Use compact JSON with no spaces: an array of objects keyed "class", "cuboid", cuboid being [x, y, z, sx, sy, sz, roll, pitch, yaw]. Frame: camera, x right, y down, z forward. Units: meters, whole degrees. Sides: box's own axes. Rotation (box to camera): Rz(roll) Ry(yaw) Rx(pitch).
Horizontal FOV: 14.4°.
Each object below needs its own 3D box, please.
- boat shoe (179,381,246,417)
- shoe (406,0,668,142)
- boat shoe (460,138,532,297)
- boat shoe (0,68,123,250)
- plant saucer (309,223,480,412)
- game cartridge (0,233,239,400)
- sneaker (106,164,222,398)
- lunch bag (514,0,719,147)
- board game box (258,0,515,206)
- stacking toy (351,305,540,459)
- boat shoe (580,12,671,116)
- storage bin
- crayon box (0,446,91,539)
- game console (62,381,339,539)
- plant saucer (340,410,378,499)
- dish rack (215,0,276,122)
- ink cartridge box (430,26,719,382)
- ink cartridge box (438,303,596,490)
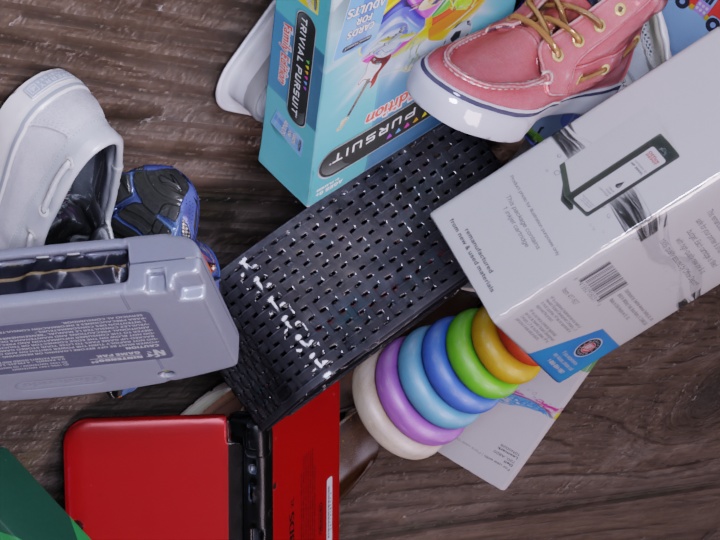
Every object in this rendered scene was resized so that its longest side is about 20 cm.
[{"class":"boat shoe","cuboid":[-0.110,0.156,1.928,0.076,0.072,0.200,-4,134,-58]},{"class":"shoe","cuboid":[0.102,-0.133,1.592,0.200,0.071,0.091,-15,140,-57]},{"class":"boat shoe","cuboid":[0.123,-0.054,1.922,0.200,0.074,0.060,-60,146,-26]},{"class":"boat shoe","cuboid":[-0.164,-0.022,1.549,0.072,0.069,0.200,-26,150,-38]},{"class":"plant saucer","cuboid":[0.024,0.017,1.975,0.200,0.032,0.200,-37,155,-20]},{"class":"game cartridge","cuboid":[-0.171,0.030,1.534,0.200,0.041,0.133,-6,152,6]},{"class":"sneaker","cuboid":[-0.118,-0.005,1.650,0.078,0.075,0.200,-27,161,-25]},{"class":"lunch bag","cuboid":[0.170,-0.133,1.804,0.200,0.151,0.094,-53,166,19]},{"class":"board game box","cuboid":[0.021,-0.144,1.578,0.151,0.047,0.200,-33,153,-26]},{"class":"stacking toy","cuboid":[0.089,0.053,1.910,0.200,0.085,0.085,-32,169,38]},{"class":"boat shoe","cuboid":[0.151,-0.162,1.710,0.071,0.069,0.200,-31,109,-23]},{"class":"storage bin","cuboid":[0.000,0.000,1.775,0.200,0.094,0.135,-37,177,-21]},{"class":"crayon box","cuboid":[-0.222,0.240,1.752,0.058,0.173,0.200,-13,141,-51]},{"class":"game console","cuboid":[-0.100,0.170,1.880,0.172,0.119,0.200,-35,131,-57]},{"class":"plant saucer","cuboid":[-0.053,0.175,2.043,0.200,0.032,0.200,-43,172,-7]},{"class":"dish rack","cuboid":[0.016,-0.143,1.683,0.172,0.044,0.200,-52,155,16]},{"class":"ink cartridge box","cuboid":[0.161,-0.035,1.658,0.200,0.084,0.146,-33,155,7]},{"class":"ink cartridge box","cuboid":[0.128,0.038,2.026,0.145,0.084,0.200,-59,180,-43]}]
